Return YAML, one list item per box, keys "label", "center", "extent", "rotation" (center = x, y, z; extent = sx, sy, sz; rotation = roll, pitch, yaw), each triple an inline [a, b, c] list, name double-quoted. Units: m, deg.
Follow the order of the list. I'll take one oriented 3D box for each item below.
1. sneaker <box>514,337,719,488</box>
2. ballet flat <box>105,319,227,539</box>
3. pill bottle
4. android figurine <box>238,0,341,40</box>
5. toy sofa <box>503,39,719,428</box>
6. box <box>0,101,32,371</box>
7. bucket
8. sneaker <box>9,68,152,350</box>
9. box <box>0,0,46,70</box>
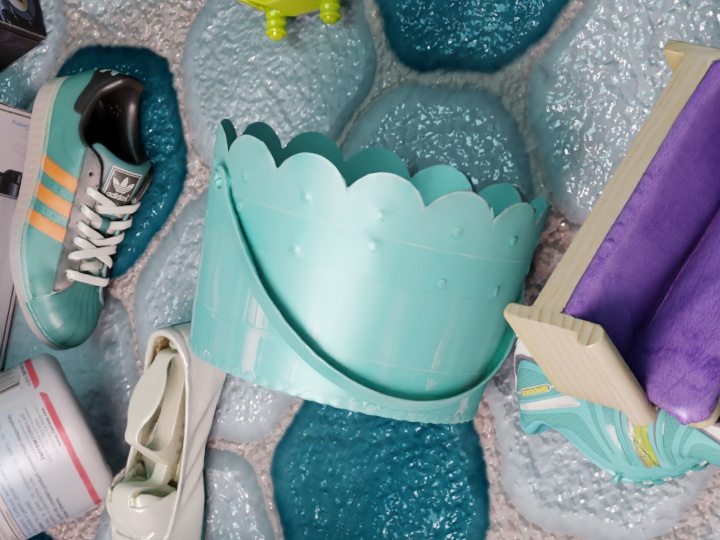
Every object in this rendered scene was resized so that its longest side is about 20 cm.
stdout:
- label: "sneaker"
  center: [0.169, 0.085, 1.105]
  extent: [0.200, 0.077, 0.080]
  rotation: [21, 113, 42]
- label: "ballet flat"
  center: [-0.136, 0.128, 1.309]
  extent: [0.069, 0.069, 0.200]
  rotation: [9, 86, 37]
- label: "pill bottle"
  center: [-0.272, 0.144, 1.326]
  extent: [0.200, 0.109, 0.109]
  rotation: [-26, 61, -7]
- label: "android figurine"
  center: [-0.043, -0.254, 1.334]
  extent: [0.182, 0.041, 0.200]
  rotation: [-14, 72, 33]
- label: "toy sofa"
  center: [0.173, -0.021, 1.056]
  extent: [0.098, 0.083, 0.200]
  rotation: [16, 65, 40]
- label: "box"
  center: [-0.301, -0.029, 1.432]
  extent: [0.060, 0.117, 0.200]
  rotation: [9, 87, 39]
- label: "bucket"
  center: [0.000, 0.000, 1.157]
  extent: [0.207, 0.207, 0.135]
  rotation: [19, 99, 37]
- label: "sneaker"
  center: [-0.190, -0.046, 1.380]
  extent: [0.080, 0.071, 0.200]
  rotation: [-9, 74, 39]
- label: "box"
  center: [-0.366, -0.181, 1.478]
  extent: [0.200, 0.164, 0.086]
  rotation: [-28, 66, 28]
